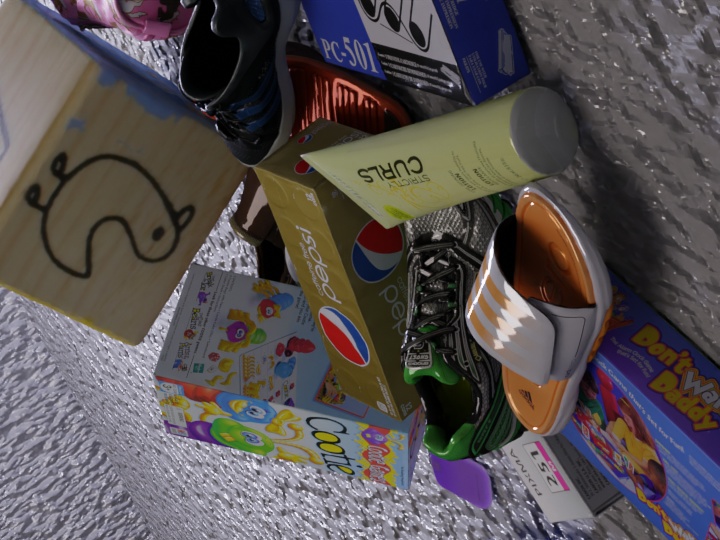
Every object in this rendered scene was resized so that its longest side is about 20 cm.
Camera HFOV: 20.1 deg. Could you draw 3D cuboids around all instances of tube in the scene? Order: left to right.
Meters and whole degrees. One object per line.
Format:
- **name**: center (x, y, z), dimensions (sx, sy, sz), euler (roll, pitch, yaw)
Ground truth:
- **tube**: center (0.046, -0.062, 1.197), dimensions (0.199, 0.052, 0.059), euler (-12, 93, 54)

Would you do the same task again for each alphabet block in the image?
- **alphabet block**: center (-0.243, -0.087, 1.718), dimensions (0.195, 0.201, 0.196), euler (28, -173, -39)

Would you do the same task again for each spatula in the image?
- **spatula**: center (0.047, 0.134, 1.712), dimensions (0.200, 0.020, 0.057), euler (44, 153, 43)

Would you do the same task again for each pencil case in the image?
- **pencil case**: center (-0.190, -0.233, 1.627), dimensions (0.200, 0.082, 0.087), euler (21, 140, 63)

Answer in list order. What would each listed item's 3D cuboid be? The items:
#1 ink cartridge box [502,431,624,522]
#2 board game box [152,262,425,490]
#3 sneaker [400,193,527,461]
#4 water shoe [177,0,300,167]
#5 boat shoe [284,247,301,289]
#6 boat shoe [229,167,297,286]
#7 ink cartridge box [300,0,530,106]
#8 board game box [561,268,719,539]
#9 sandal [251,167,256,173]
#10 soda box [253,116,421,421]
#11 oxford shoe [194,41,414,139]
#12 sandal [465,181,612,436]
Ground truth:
- **ink cartridge box**: center (0.098, 0.085, 1.436), dimensions (0.201, 0.043, 0.174), euler (58, 163, 1)
- **board game box**: center (-0.046, 0.082, 1.562), dimensions (0.198, 0.106, 0.103), euler (12, 151, 9)
- **sneaker**: center (0.063, 0.027, 1.295), dimensions (0.078, 0.085, 0.202), euler (-1, 108, 40)
- **water shoe**: center (-0.090, -0.131, 1.322), dimensions (0.071, 0.079, 0.201), euler (40, 151, 23)
- **boat shoe**: center (-0.021, 0.007, 1.610), dimensions (0.200, 0.069, 0.067), euler (62, -164, -55)
- **boat shoe**: center (-0.066, -0.047, 1.614), dimensions (0.075, 0.075, 0.203), euler (45, 159, 37)
- **ink cartridge box**: center (0.021, -0.161, 1.206), dimensions (0.200, 0.044, 0.095), euler (28, 144, 61)
- **board game box**: center (0.190, 0.105, 1.195), dimensions (0.200, 0.045, 0.135), euler (46, 160, 36)
- **sandal**: center (-0.063, -0.112, 1.498), dimensions (0.200, 0.080, 0.054), euler (46, 176, 40)
- **soda box**: center (0.000, 0.000, 1.367), dimensions (0.068, 0.064, 0.201), euler (22, 142, 46)
- **oxford shoe**: center (-0.031, -0.128, 1.404), dimensions (0.199, 0.072, 0.072), euler (23, 127, 36)
- **sandal**: center (0.095, 0.040, 1.171), dimensions (0.079, 0.059, 0.208), euler (48, 154, 31)
